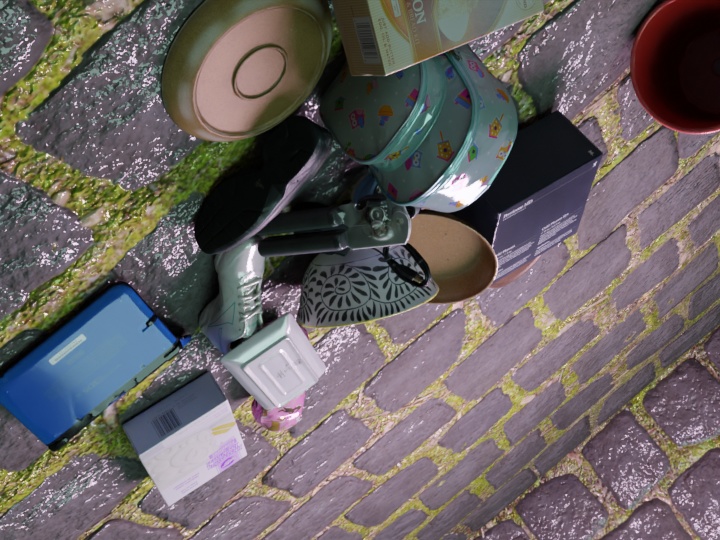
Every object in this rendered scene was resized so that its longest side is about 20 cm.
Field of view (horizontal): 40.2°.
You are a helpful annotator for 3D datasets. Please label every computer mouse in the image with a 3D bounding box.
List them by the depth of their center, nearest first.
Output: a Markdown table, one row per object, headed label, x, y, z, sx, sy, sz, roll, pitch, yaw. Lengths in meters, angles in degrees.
| label | x | y | z | sx | sy | sz | roll | pitch | yaw |
| --- | --- | --- | --- | --- | --- | --- | --- | --- | --- |
| computer mouse | -0.004 | -0.029 | 1.190 | 0.034 | 0.197 | 0.060 | -25 | 136 | -63 |

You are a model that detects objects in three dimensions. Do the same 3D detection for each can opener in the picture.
| label | x | y | z | sx | sy | sz | roll | pitch | yaw |
| --- | --- | --- | --- | --- | --- | --- | --- | --- | --- |
| can opener | -0.027 | -0.053 | 1.133 | 0.067 | 0.196 | 0.054 | -39 | 120 | -59 |

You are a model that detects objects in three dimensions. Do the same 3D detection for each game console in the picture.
| label | x | y | z | sx | sy | sz | roll | pitch | yaw |
| --- | --- | --- | --- | --- | --- | --- | --- | --- | --- |
| game console | -0.319 | 0.110 | 1.189 | 0.199 | 0.118 | 0.172 | -38 | 121 | -3 |

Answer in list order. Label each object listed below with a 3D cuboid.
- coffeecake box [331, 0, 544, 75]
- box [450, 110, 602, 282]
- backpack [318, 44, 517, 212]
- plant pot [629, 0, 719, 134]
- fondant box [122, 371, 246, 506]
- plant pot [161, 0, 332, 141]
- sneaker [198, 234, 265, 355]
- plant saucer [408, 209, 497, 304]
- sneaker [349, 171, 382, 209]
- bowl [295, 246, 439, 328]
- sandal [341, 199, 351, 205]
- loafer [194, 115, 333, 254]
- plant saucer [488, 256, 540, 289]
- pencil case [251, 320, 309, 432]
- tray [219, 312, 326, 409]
| label | x | y | z | sx | sy | sz | roll | pitch | yaw |
| --- | --- | --- | --- | --- | --- | --- | --- | --- | --- |
| coffeecake box | 0.067 | -0.293 | 0.939 | 0.198 | 0.073 | 0.156 | -26 | 112 | -24 |
| box | 0.234 | -0.103 | 1.444 | 0.198 | 0.104 | 0.183 | -29 | 151 | -22 |
| backpack | 0.063 | -0.166 | 1.060 | 0.152 | 0.201 | 0.177 | 5 | 131 | -52 |
| plant pot | 0.515 | -0.301 | 1.445 | 0.201 | 0.201 | 0.176 | -53 | 159 | 25 |
| fondant box | -0.250 | 0.248 | 1.430 | 0.143 | 0.058 | 0.201 | -31 | 152 | -16 |
| plant pot | -0.105 | -0.204 | 0.986 | 0.198 | 0.028 | 0.202 | -30 | 150 | -19 |
| sneaker | -0.145 | 0.033 | 1.225 | 0.069 | 0.081 | 0.202 | -16 | 142 | -34 |
| plant saucer | 0.096 | -0.026 | 1.383 | 0.196 | 0.036 | 0.202 | 8 | 144 | 6 |
| sneaker | 0.069 | -0.132 | 1.191 | 0.078 | 0.090 | 0.202 | 32 | 95 | -18 |
| bowl | 0.000 | 0.000 | 1.302 | 0.198 | 0.199 | 0.096 | -19 | 102 | -33 |
| sandal | 0.018 | -0.083 | 1.280 | 0.197 | 0.046 | 0.075 | -25 | -169 | -18 |
| loafer | -0.105 | -0.088 | 1.105 | 0.199 | 0.073 | 0.072 | -39 | 164 | 20 |
| plant saucer | 0.259 | -0.034 | 1.666 | 0.198 | 0.037 | 0.202 | -30 | 150 | -19 |
| pencil case | -0.119 | 0.157 | 1.434 | 0.085 | 0.084 | 0.202 | 2 | 143 | -4 |
| tray | -0.107 | 0.130 | 1.301 | 0.107 | 0.022 | 0.201 | -35 | 152 | -5 |
